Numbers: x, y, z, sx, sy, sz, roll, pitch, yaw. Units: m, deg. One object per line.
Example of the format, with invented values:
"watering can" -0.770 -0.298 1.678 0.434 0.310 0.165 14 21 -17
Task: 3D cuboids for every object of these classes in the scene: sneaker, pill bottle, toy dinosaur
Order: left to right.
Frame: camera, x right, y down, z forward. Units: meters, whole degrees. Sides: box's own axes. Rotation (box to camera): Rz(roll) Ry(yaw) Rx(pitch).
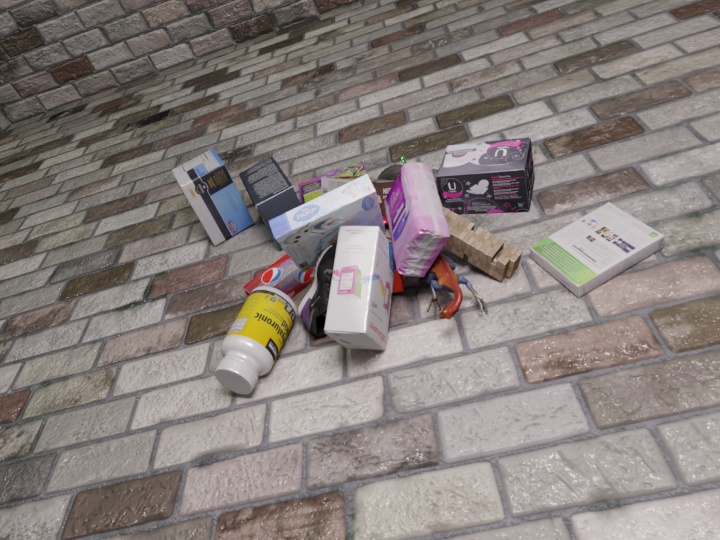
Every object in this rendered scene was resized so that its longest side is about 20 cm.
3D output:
"pill bottle" -0.211 0.140 1.077 0.109 0.112 0.202 0 46 25
"sneaker" -0.058 0.046 1.077 0.075 0.202 0.088 5 33 -32
"sneaker" 0.117 -0.209 1.342 0.197 0.076 0.092 10 57 37
"toy dinosaur" 0.148 0.018 1.021 0.104 0.202 0.182 -33 6 3

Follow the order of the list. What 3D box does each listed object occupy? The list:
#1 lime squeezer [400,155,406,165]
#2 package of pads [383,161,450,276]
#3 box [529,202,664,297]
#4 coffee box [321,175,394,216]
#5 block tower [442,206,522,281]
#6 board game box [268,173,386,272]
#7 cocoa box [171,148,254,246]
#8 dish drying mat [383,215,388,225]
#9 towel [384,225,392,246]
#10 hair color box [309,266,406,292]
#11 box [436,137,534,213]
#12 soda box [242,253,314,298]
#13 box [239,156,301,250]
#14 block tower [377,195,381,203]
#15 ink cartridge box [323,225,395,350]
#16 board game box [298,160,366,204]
"lime squeezer" 0.125 -0.186 1.262 0.038 0.070 0.202 -36 40 25
"package of pads" 0.105 -0.101 1.035 0.074 0.121 0.202 11 46 -20
"box" 0.451 -0.044 1.034 0.198 0.037 0.145 -27 40 -7
"coffee box" 0.006 -0.182 1.300 0.112 0.081 0.198 -11 19 -40
"block tower" 0.224 -0.056 1.085 0.198 0.058 0.054 32 59 24
"board game box" -0.055 -0.083 1.032 0.196 0.200 0.044 -24 71 0
"cocoa box" -0.400 -0.201 1.466 0.130 0.202 0.133 -31 40 -12
"dish drying mat" 0.030 -0.100 1.173 0.197 0.019 0.077 -17 11 -3
"towel" 0.097 -0.092 1.186 0.131 0.035 0.198 7 26 45
"hair color box" 0.000 0.000 1.162 0.196 0.062 0.102 -7 34 19
"box" 0.290 -0.218 1.234 0.197 0.116 0.133 1 45 25
"soda box" -0.166 0.013 1.231 0.199 0.064 0.070 -39 43 -19
"box" -0.222 -0.177 1.399 0.106 0.150 0.201 -28 40 -7
"block tower" -0.035 -0.131 1.218 0.053 0.059 0.199 -8 -17 -39
"ink cartridge box" 0.005 0.038 1.008 0.083 0.145 0.204 3 72 19
"board game box" -0.073 -0.234 1.488 0.197 0.033 0.121 -19 44 3
